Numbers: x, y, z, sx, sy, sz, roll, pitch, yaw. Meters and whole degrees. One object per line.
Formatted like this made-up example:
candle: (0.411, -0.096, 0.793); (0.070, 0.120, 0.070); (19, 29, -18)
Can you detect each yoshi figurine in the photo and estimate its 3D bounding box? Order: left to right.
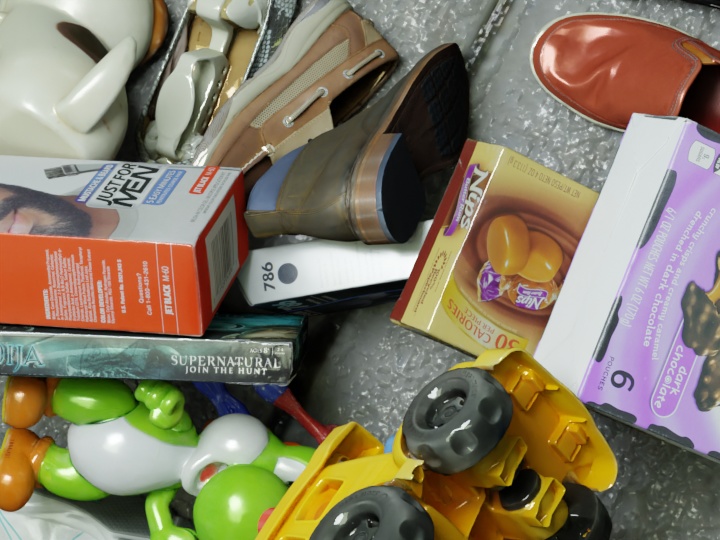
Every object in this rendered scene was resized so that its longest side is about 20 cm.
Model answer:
yoshi figurine: (-0.116, 0.121, 1.413); (0.200, 0.112, 0.112); (11, 71, -1)

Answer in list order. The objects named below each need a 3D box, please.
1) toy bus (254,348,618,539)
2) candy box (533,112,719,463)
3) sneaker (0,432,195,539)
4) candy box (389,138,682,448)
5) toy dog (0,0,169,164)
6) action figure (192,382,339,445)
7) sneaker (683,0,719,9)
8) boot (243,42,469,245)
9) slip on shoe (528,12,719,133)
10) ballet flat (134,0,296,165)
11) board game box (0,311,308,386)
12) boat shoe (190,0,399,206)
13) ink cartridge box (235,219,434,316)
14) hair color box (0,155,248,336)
toy bus: (0.017, 0.144, 1.311); (0.192, 0.136, 0.200); (3, 52, 51)
candy box: (0.219, 0.026, 1.365); (0.200, 0.072, 0.168); (23, 87, -22)
sneaker: (-0.171, 0.179, 1.523); (0.200, 0.070, 0.080); (28, 115, 14)
candy box: (0.130, 0.016, 1.397); (0.200, 0.056, 0.117); (25, 87, -23)
toy dog: (-0.200, -0.131, 1.521); (0.139, 0.200, 0.194); (30, 133, -14)
action figure: (-0.101, 0.043, 1.525); (0.065, 0.099, 0.200); (-42, 95, 3)
sneaker: (0.193, -0.203, 1.444); (0.200, 0.112, 0.073); (17, 85, 18)
boot: (0.002, -0.080, 1.458); (0.097, 0.200, 0.075); (-5, 118, 23)
slip on shoe: (0.194, -0.110, 1.457); (0.200, 0.061, 0.074); (24, 90, 20)
ballet flat: (-0.092, -0.143, 1.543); (0.072, 0.072, 0.201); (20, 87, 18)
board game box: (-0.134, 0.042, 1.413); (0.200, 0.135, 0.028); (2, 96, 2)
boat shoe: (-0.045, -0.086, 1.495); (0.072, 0.076, 0.200); (33, 70, 8)
ink cartridge box: (0.000, 0.000, 1.476); (0.200, 0.099, 0.039); (-8, 82, 16)
hair color box: (-0.176, -0.018, 1.396); (0.200, 0.111, 0.064); (2, 116, 12)
